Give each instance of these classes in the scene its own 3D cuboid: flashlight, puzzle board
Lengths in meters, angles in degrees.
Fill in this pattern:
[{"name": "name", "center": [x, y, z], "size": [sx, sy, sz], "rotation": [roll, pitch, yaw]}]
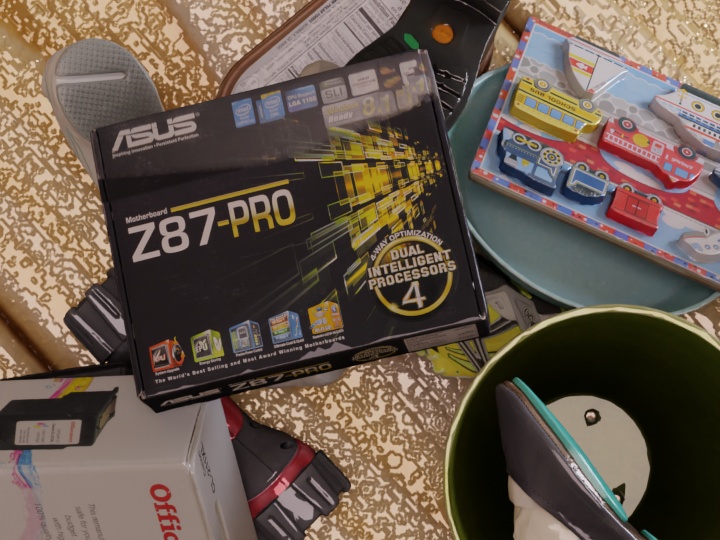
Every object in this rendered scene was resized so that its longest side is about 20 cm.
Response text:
[{"name": "flashlight", "center": [-0.097, 0.084, 1.371], "size": [0.200, 0.068, 0.068], "rotation": [46, 122, -2]}, {"name": "puzzle board", "center": [0.176, -0.069, 1.355], "size": [0.199, 0.017, 0.151], "rotation": [24, 49, -2]}]

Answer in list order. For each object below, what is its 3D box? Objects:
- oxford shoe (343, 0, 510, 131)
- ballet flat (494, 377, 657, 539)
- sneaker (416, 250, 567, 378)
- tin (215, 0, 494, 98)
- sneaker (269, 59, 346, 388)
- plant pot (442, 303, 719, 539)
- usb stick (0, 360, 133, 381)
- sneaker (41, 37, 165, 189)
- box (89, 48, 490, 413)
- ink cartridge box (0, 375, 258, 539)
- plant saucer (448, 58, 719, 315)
[{"name": "oxford shoe", "center": [0.035, -0.113, 1.333], "size": [0.073, 0.084, 0.200], "rotation": [34, 71, 7]}, {"name": "ballet flat", "center": [0.126, 0.148, 1.171], "size": [0.073, 0.073, 0.200], "rotation": [-44, 90, -2]}, {"name": "sneaker", "center": [0.053, 0.024, 1.335], "size": [0.199, 0.075, 0.077], "rotation": [28, 102, -32]}, {"name": "tin", "center": [-0.004, -0.119, 1.400], "size": [0.200, 0.042, 0.112], "rotation": [-40, 92, -2]}, {"name": "sneaker", "center": [-0.050, -0.029, 1.346], "size": [0.088, 0.075, 0.201], "rotation": [-4, 71, 34]}, {"name": "plant pot", "center": [0.139, 0.116, 1.305], "size": [0.186, 0.200, 0.188], "rotation": [0, 88, 1]}, {"name": "usb stick", "center": [-0.218, 0.092, 1.363], "size": [0.199, 0.033, 0.056], "rotation": [-9, 109, 18]}, {"name": "sneaker", "center": [-0.128, -0.059, 1.385], "size": [0.070, 0.080, 0.201], "rotation": [-37, 107, -16]}, {"name": "box", "center": [-0.039, -0.022, 1.251], "size": [0.199, 0.049, 0.162], "rotation": [-12, 74, 4]}, {"name": "ink cartridge box", "center": [-0.171, 0.142, 1.313], "size": [0.199, 0.083, 0.146], "rotation": [-3, 127, 12]}, {"name": "plant saucer", "center": [0.138, -0.042, 1.354], "size": [0.199, 0.036, 0.201], "rotation": [11, 50, -13]}]
